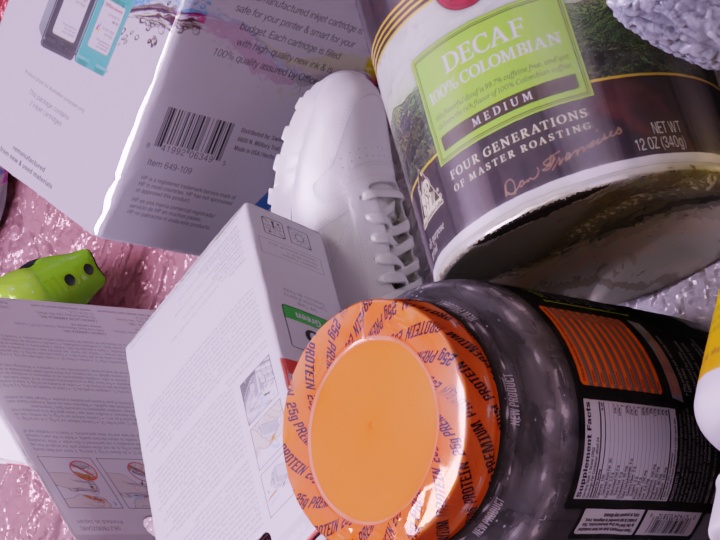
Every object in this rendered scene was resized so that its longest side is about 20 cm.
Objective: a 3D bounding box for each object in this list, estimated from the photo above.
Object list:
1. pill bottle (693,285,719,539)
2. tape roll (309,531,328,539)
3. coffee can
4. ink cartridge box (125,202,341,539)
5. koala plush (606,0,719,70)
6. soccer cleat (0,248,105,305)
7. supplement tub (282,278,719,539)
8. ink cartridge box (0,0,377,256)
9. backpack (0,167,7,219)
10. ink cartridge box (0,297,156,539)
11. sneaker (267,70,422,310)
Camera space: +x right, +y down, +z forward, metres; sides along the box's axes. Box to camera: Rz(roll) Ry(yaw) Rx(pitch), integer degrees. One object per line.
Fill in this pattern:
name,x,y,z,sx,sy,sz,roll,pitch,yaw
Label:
pill bottle,0.188,0.013,0.687,0.109,0.109,0.200,-2,63,43
tape roll,0.043,0.185,0.766,0.071,0.202,0.203,-49,54,27
coffee can,0.078,-0.096,0.818,0.146,0.146,0.200,-32,63,35
ink cartridge box,-0.049,0.076,0.843,0.109,0.050,0.200,-48,37,28
koala plush,0.101,-0.210,0.710,0.200,0.177,0.184,21,134,10
soccer cleat,-0.214,0.035,1.131,0.068,0.081,0.200,60,149,-4
supplement tub,0.071,0.070,0.759,0.122,0.200,0.123,-9,76,42
ink cartridge box,-0.086,-0.125,0.978,0.146,0.147,0.200,33,105,42
backpack,-0.328,-0.064,1.210,0.200,0.126,0.167,-8,89,41
ink cartridge box,-0.132,0.094,0.974,0.050,0.161,0.200,-55,52,25
sneaker,0.000,0.000,0.935,0.080,0.076,0.201,7,95,36
